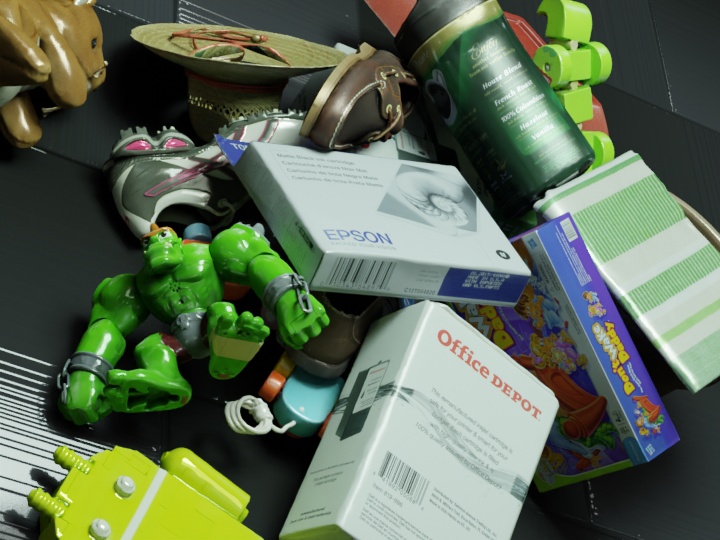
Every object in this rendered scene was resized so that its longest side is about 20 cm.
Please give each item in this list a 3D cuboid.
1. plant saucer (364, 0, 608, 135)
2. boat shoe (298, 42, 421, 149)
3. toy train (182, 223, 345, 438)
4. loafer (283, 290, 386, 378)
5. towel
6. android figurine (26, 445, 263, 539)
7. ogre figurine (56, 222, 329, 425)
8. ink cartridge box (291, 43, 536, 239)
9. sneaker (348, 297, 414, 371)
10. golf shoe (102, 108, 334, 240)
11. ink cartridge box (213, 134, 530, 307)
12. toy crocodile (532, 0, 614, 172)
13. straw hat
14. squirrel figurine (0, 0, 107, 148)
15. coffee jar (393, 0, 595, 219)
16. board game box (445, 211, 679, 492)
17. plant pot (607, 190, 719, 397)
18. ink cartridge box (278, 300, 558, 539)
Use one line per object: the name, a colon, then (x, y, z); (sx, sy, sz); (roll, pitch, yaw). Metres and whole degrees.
plant saucer: (0.123, -0.196, 1.878); (0.198, 0.037, 0.200); (11, 31, -39)
boat shoe: (0.006, -0.137, 1.641); (0.070, 0.071, 0.200); (33, 24, 2)
toy train: (-0.082, 0.060, 1.585); (0.149, 0.056, 0.201); (5, 49, -30)
loafer: (0.000, 0.000, 1.599); (0.073, 0.071, 0.201); (27, 42, -9)
towel: (0.243, -0.001, 1.654); (0.152, 0.023, 0.200); (-25, 72, -48)
android figurine: (-0.141, 0.198, 1.412); (0.199, 0.041, 0.182); (38, 39, -7)
ogre figurine: (-0.129, 0.034, 1.480); (0.098, 0.199, 0.120); (36, 27, -39)
ink cartridge box: (0.046, -0.096, 1.798); (0.199, 0.083, 0.147); (19, 43, -25)
sneaker: (0.016, 0.077, 1.643); (0.082, 0.071, 0.201); (-4, 54, -25)
golf shoe: (-0.108, -0.075, 1.655); (0.198, 0.077, 0.089); (-11, 66, -17)
ink cartridge box: (0.008, -0.052, 1.576); (0.198, 0.041, 0.200); (5, 34, -35)
toy crocodile: (0.180, -0.141, 1.799); (0.067, 0.061, 0.202); (-10, 103, -38)
straw hat: (-0.107, -0.151, 1.726); (0.199, 0.086, 0.201); (7, 14, -2)
squirrel figurine: (-0.286, -0.197, 1.596); (0.200, 0.142, 0.186); (49, 33, 6)
coffee jar: (0.109, -0.149, 1.711); (0.085, 0.104, 0.201); (-32, 87, -14)
board game box: (0.156, 0.069, 1.635); (0.045, 0.134, 0.201); (-28, 91, -39)
plant pot: (0.211, 0.047, 1.736); (0.199, 0.175, 0.201); (23, 42, -22)
ink cartridge box: (0.047, 0.147, 1.510); (0.146, 0.083, 0.201); (39, 58, -23)
